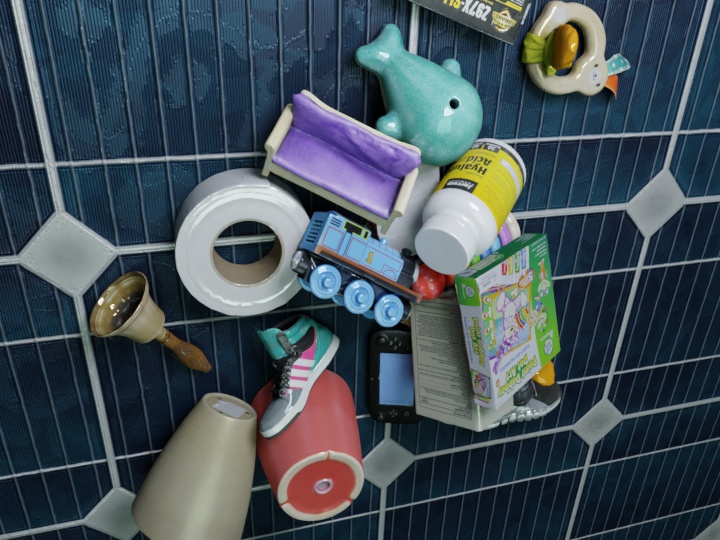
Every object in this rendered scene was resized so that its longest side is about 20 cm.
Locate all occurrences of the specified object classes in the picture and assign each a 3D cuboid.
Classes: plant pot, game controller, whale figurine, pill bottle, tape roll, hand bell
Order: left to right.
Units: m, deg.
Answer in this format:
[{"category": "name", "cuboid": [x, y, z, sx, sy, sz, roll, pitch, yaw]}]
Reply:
[{"category": "hand bell", "cuboid": [-0.291, 0.102, 0.909, 0.104, 0.105, 0.200, -36, 133, 3]}, {"category": "plant pot", "cuboid": [-0.243, 0.311, 0.981, 0.185, 0.187, 0.203, 20, 96, -26]}, {"category": "tape roll", "cuboid": [-0.165, -0.040, 0.873, 0.199, 0.071, 0.206, -7, 118, -13]}, {"category": "plant pot", "cuboid": [-0.082, 0.295, 1.011, 0.197, 0.178, 0.204, -8, 119, -14]}, {"category": "game controller", "cuboid": [0.065, 0.187, 1.069, 0.102, 0.042, 0.203, 7, 119, 13]}, {"category": "whale figurine", "cuboid": [0.082, -0.237, 0.810, 0.159, 0.104, 0.201, -41, 100, -14]}, {"category": "pill bottle", "cuboid": [0.155, -0.090, 0.870, 0.201, 0.110, 0.112, -55, 130, -35]}]

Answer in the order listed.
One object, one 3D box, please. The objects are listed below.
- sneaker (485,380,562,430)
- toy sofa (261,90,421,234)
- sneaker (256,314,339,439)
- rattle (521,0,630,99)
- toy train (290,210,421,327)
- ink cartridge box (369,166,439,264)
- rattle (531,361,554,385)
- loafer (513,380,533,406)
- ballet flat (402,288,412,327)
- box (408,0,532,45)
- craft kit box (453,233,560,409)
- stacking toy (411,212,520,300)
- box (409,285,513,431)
[{"category": "sneaker", "cuboid": [0.293, 0.227, 1.159, 0.197, 0.075, 0.117, -18, 118, -7]}, {"category": "toy sofa", "cuboid": [-0.024, -0.141, 0.802, 0.198, 0.084, 0.098, 26, 148, -6]}, {"category": "sneaker", "cuboid": [-0.122, 0.146, 0.943, 0.121, 0.083, 0.201, 46, 55, -21]}, {"category": "rattle", "cuboid": [0.341, -0.299, 0.868, 0.198, 0.143, 0.132, 27, 88, -21]}, {"category": "toy train", "cuboid": [0.000, 0.000, 0.853, 0.198, 0.086, 0.116, 25, 88, -24]}, {"category": "ink cartridge box", "cuboid": [0.065, -0.104, 0.927, 0.107, 0.050, 0.203, -14, 121, -12]}, {"category": "rattle", "cuboid": [0.294, 0.074, 1.015, 0.128, 0.144, 0.202, 5, 127, -32]}, {"category": "loafer", "cuboid": [0.203, 0.190, 1.063, 0.068, 0.198, 0.071, -51, 125, -41]}, {"category": "ballet flat", "cuboid": [0.067, 0.054, 1.002, 0.062, 0.070, 0.199, -10, 151, 39]}, {"category": "box", "cuboid": [0.147, -0.411, 0.795, 0.197, 0.050, 0.162, 11, 115, -23]}, {"category": "craft kit box", "cuboid": [0.224, 0.069, 0.905, 0.199, 0.048, 0.201, -27, 114, -40]}, {"category": "stacking toy", "cuboid": [0.154, -0.024, 0.940, 0.199, 0.085, 0.086, -33, 125, -25]}, {"category": "box", "cuboid": [0.162, 0.130, 0.966, 0.108, 0.127, 0.204, -14, 103, -45]}]
